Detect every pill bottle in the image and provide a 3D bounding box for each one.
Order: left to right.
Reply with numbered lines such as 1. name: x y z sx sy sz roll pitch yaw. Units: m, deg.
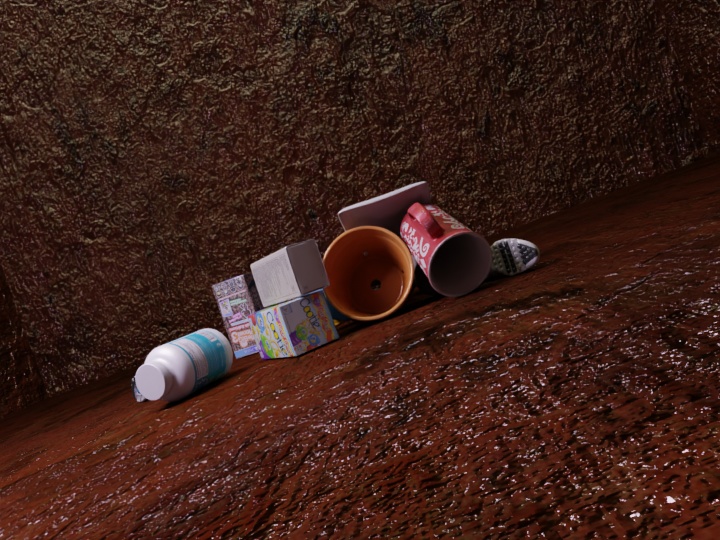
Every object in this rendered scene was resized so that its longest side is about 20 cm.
1. pill bottle: -0.349 0.190 1.202 0.110 0.112 0.200 -19 1 24

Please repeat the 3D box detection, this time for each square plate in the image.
1. square plate: 0.064 -0.108 1.338 0.198 0.029 0.199 -19 -33 3

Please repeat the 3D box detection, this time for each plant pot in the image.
1. plant pot: 0.025 0.020 1.325 0.198 0.202 0.140 -20 -16 6

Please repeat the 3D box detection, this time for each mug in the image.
1. mug: 0.160 -0.071 1.223 0.132 0.179 0.200 -15 28 -10

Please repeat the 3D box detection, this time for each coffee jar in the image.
1. coffee jar: 0.197 -0.001 1.392 0.103 0.086 0.200 -11 4 25

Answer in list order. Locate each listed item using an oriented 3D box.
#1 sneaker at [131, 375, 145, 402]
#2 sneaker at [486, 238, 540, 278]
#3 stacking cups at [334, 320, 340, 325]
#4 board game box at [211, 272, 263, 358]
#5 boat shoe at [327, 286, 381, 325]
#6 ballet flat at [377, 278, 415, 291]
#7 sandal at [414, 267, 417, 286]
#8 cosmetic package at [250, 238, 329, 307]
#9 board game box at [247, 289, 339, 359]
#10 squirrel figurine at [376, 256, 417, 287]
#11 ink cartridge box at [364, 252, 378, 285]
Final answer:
1. sneaker: -0.436 0.241 1.368 0.199 0.076 0.086 -19 -4 43
2. sneaker: 0.299 -0.024 1.255 0.080 0.076 0.199 -10 -4 -31
3. stacking cups: -0.110 0.047 1.506 0.060 0.202 0.061 -19 3 1
4. board game box: -0.291 0.111 1.626 0.096 0.202 0.159 -18 2 14
5. boat shoe: 0.002 0.084 1.430 0.198 0.085 0.069 -3 -8 -6
6. ballet flat: 0.076 0.051 1.522 0.072 0.074 0.200 -20 -5 -19
7. sandal: 0.197 0.016 1.597 0.069 0.078 0.211 15 12 18
8. cosmetic package: -0.153 0.009 1.278 0.073 0.105 0.199 -19 1 -33
9. board game box: -0.146 0.117 1.268 0.102 0.106 0.200 -20 1 -30
10. squirrel figurine: 0.098 0.002 1.869 0.198 0.143 0.187 -18 -6 -11
11. ink cartridge box: 0.000 0.000 1.519 0.144 0.085 0.200 -21 -8 -8
